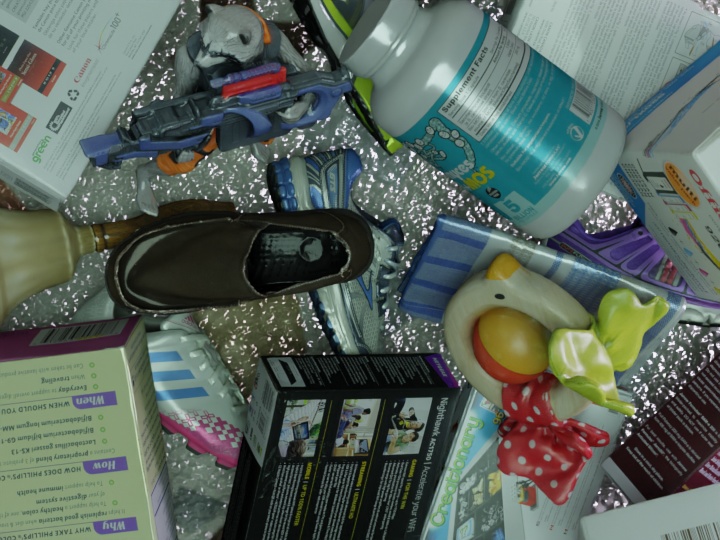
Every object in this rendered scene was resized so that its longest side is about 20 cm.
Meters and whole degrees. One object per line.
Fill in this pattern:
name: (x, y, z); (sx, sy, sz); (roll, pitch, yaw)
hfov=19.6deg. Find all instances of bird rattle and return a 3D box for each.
bird rattle: (0.135, 0.066, 1.541); (0.163, 0.200, 0.113); (41, 58, 5)

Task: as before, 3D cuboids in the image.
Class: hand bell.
hand bell: (-0.189, -0.026, 1.561); (0.199, 0.104, 0.105); (-12, 103, -15)

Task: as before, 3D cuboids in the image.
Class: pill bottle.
pill bottle: (0.084, -0.119, 1.491); (0.200, 0.111, 0.111); (35, 96, -13)

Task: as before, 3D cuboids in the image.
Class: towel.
towel: (0.133, 0.025, 1.570); (0.199, 0.147, 0.024); (19, 62, -4)

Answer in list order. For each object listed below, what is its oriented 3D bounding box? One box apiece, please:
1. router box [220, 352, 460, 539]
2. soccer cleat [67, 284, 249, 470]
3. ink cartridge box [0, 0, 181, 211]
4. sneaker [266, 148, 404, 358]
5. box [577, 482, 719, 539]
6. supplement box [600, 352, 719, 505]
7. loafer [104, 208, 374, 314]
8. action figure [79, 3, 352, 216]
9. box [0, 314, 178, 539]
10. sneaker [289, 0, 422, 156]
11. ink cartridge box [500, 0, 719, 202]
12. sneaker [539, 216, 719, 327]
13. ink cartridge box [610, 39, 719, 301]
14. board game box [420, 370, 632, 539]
router box: (-0.019, 0.159, 1.576); (0.148, 0.051, 0.201); (1, 121, -23)
soccer cleat: (-0.129, 0.081, 1.586); (0.199, 0.070, 0.087); (33, 97, -11)
ink cartridge box: (-0.239, -0.175, 1.488); (0.175, 0.084, 0.201); (31, 79, -9)
sneaker: (0.000, 0.000, 1.582); (0.085, 0.077, 0.201); (-21, 103, -5)
box: (0.248, 0.251, 1.585); (0.151, 0.200, 0.107); (-14, 63, -3)
supplement box: (0.289, 0.113, 1.608); (0.200, 0.109, 0.061); (-45, 61, 7)
loafer: (-0.090, -0.011, 1.509); (0.199, 0.071, 0.074); (-11, 93, 2)
action figure: (-0.119, -0.119, 1.473); (0.199, 0.194, 0.105); (-13, 65, -25)
box: (-0.234, 0.148, 1.523); (0.175, 0.097, 0.201); (-7, 102, 4)
sneaker: (0.003, -0.190, 1.552); (0.081, 0.074, 0.201); (-31, 109, -8)
ink cartridge box: (0.194, -0.140, 1.585); (0.199, 0.050, 0.162); (21, 96, -12)
sneaker: (0.235, -0.003, 1.606); (0.199, 0.081, 0.084); (11, 89, -11)
ink cartridge box: (0.288, -0.071, 1.475); (0.144, 0.200, 0.148); (-39, 101, -8)
board game box: (0.122, 0.169, 1.648); (0.126, 0.035, 0.201); (18, 99, -9)
